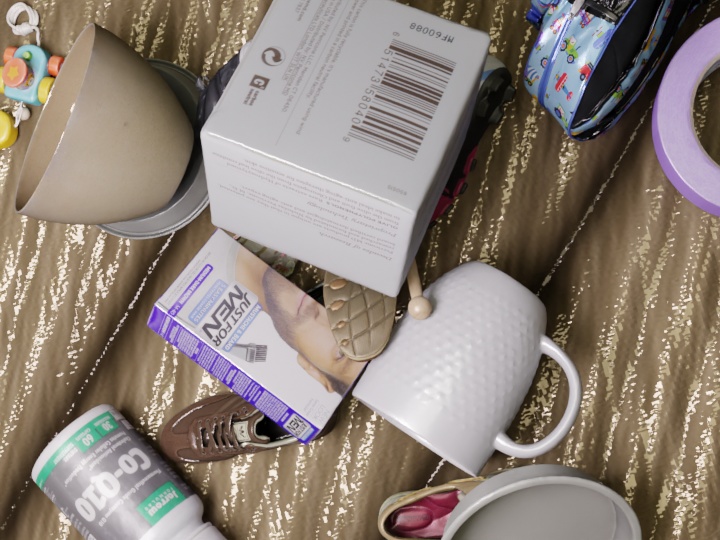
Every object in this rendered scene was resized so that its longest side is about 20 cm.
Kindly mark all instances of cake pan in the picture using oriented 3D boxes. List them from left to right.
[{"bbox_3d":[-0.244,-0.136,1.242,0.198,0.037,0.202,-1,87,10],"label":"cake pan"},{"bbox_3d":[0.166,0.262,1.084,0.198,0.037,0.202,-3,123,-5],"label":"cake pan"}]

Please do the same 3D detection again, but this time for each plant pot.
[{"bbox_3d":[-0.247,-0.129,1.144,0.134,0.200,0.202,21,91,-25],"label":"plant pot"}]

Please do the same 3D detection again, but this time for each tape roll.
[{"bbox_3d":[0.389,-0.150,1.113,0.198,0.066,0.202,-1,86,11],"label":"tape roll"}]

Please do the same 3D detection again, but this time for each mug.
[{"bbox_3d":[0.119,0.099,1.102,0.199,0.148,0.176,31,83,22],"label":"mug"}]

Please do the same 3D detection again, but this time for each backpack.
[{"bbox_3d":[0.228,-0.233,1.098,0.134,0.182,0.201,34,105,19],"label":"backpack"}]

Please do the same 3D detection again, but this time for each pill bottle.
[{"bbox_3d":[-0.236,0.246,1.179,0.200,0.113,0.113,44,95,9],"label":"pill bottle"}]

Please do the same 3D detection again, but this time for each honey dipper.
[{"bbox_3d":[0.040,-0.042,1.102,0.038,0.038,0.201,-17,58,9],"label":"honey dipper"}]

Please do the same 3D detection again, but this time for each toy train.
[{"bbox_3d":[-0.431,-0.208,1.271,0.200,0.056,0.151,-38,81,7],"label":"toy train"}]

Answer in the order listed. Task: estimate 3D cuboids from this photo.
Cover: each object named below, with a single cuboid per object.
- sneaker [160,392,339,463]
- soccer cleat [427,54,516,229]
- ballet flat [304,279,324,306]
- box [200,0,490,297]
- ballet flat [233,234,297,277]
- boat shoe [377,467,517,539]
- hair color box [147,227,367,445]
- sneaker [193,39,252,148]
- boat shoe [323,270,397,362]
[{"bbox_3d":[-0.123,0.158,1.182,0.198,0.076,0.071,-14,84,9],"label":"sneaker"},{"bbox_3d":[0.081,-0.135,1.176,0.086,0.070,0.201,35,95,32],"label":"soccer cleat"},{"bbox_3d":[-0.050,0.050,1.185,0.199,0.057,0.067,-27,83,8],"label":"ballet flat"},{"bbox_3d":[-0.013,-0.123,1.026,0.199,0.172,0.200,21,65,7],"label":"box"},{"bbox_3d":[-0.121,-0.004,1.198,0.076,0.064,0.200,43,94,11],"label":"ballet flat"},{"bbox_3d":[0.113,0.244,1.139,0.198,0.066,0.075,-15,84,9],"label":"boat shoe"},{"bbox_3d":[-0.096,0.064,1.116,0.199,0.065,0.110,37,60,-2],"label":"hair color box"},{"bbox_3d":[-0.104,-0.131,1.188,0.113,0.075,0.201,-21,93,31],"label":"sneaker"},{"bbox_3d":[-0.001,0.000,1.121,0.071,0.068,0.202,-9,63,3],"label":"boat shoe"}]
